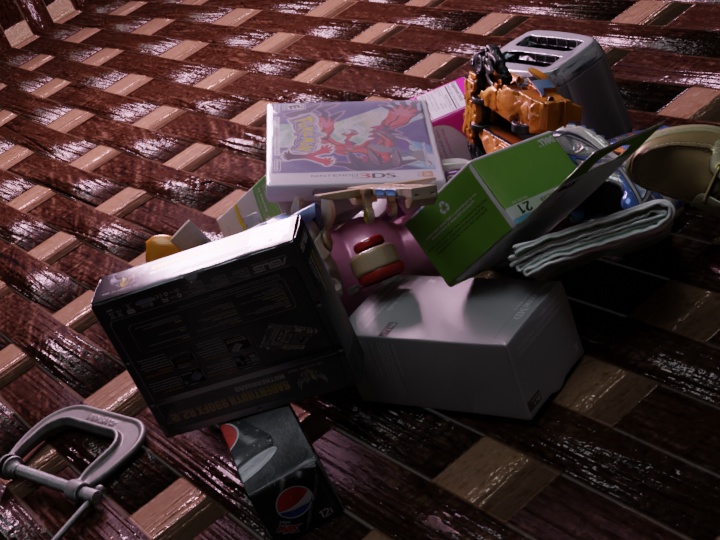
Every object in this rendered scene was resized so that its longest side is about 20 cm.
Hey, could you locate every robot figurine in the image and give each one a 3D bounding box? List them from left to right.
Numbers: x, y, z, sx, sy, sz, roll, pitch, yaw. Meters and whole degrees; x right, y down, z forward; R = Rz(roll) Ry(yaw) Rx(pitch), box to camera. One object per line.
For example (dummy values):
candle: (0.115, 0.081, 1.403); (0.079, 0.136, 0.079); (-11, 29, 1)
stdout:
robot figurine: (0.159, -0.149, 1.336); (0.058, 0.146, 0.200); (-6, 24, -16)

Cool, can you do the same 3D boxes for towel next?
towel: (0.218, -0.020, 1.191); (0.148, 0.031, 0.200); (-17, -8, 12)

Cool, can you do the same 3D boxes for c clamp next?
c clamp: (-0.309, 0.198, 1.340); (0.171, 0.027, 0.199); (-41, 32, -28)

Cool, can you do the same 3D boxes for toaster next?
toaster: (0.221, -0.193, 1.484); (0.113, 0.130, 0.200); (-36, 29, -19)

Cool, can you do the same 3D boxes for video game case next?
video game case: (-0.009, -0.130, 1.372); (0.180, 0.023, 0.201); (-2, 31, -3)

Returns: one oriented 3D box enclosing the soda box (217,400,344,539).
soda box: (-0.082, 0.161, 1.184); (0.070, 0.064, 0.200); (-27, 27, -6)

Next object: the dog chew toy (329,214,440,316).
dog chew toy: (0.000, 0.000, 1.344); (0.198, 0.125, 0.125); (-20, 27, -6)

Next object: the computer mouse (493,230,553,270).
computer mouse: (0.135, -0.053, 1.377); (0.139, 0.046, 0.200); (-17, 21, 17)

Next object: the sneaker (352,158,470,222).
sneaker: (0.058, -0.080, 1.435); (0.199, 0.075, 0.100); (-28, 18, 38)

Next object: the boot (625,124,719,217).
boot: (0.341, -0.056, 1.149); (0.198, 0.073, 0.156); (12, 32, -7)

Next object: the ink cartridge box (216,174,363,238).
ink cartridge box: (-0.084, -0.060, 1.454); (0.116, 0.068, 0.200); (-20, -6, -29)

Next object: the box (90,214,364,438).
box: (-0.115, 0.053, 1.158); (0.198, 0.159, 0.048); (-17, 29, 15)

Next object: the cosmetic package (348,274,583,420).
cosmetic package: (0.089, 0.066, 1.186); (0.199, 0.091, 0.107); (-3, 31, 41)

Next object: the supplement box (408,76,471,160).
supplement box: (0.058, -0.134, 1.544); (0.199, 0.102, 0.104); (-21, 27, 5)

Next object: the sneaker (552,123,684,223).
sneaker: (0.228, -0.092, 1.323); (0.085, 0.078, 0.199); (-27, 33, -30)

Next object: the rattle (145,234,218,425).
rattle: (-0.171, 0.051, 1.351); (0.129, 0.143, 0.200); (-22, 23, 23)

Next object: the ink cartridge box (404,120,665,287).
ink cartridge box: (0.157, -0.085, 1.168); (0.147, 0.076, 0.200); (-23, -17, -49)

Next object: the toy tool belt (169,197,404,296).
toy tool belt: (-0.071, -0.019, 1.223); (0.199, 0.124, 0.125); (-22, -4, 3)

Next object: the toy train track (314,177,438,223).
toy train track: (0.027, -0.061, 1.176); (0.114, 0.033, 0.200); (-10, 6, -15)

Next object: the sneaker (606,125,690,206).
sneaker: (0.320, -0.118, 1.338); (0.078, 0.076, 0.199); (-38, 32, -31)
